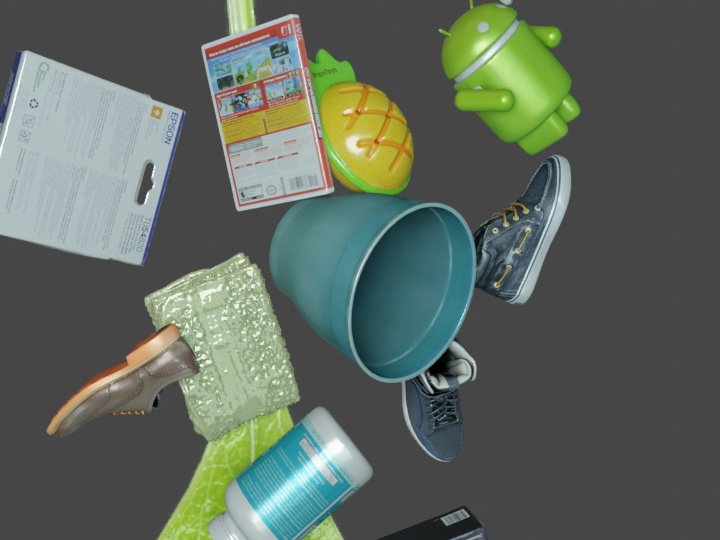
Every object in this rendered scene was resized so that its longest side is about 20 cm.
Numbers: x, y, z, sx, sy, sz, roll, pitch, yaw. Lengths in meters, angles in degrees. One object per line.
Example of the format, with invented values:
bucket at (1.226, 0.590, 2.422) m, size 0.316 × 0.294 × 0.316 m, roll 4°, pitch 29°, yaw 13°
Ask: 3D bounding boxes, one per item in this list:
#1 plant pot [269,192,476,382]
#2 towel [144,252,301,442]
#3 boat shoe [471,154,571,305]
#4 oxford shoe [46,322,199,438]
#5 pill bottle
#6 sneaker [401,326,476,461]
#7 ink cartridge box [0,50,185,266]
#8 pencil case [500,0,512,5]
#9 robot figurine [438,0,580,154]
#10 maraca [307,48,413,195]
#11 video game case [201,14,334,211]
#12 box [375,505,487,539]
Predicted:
plant pot at (0.000, 0.000, 0.979) m, size 0.198 × 0.187 × 0.203 m, roll -19°, pitch 119°, yaw -38°
towel at (-0.164, 0.094, 1.044) m, size 0.146 × 0.036 × 0.203 m, roll -22°, pitch 98°, yaw -11°
boat shoe at (0.201, -0.062, 1.096) m, size 0.090 × 0.071 × 0.203 m, roll 18°, pitch 92°, yaw -18°
oxford shoe at (-0.278, 0.147, 0.989) m, size 0.199 × 0.071 × 0.073 m, roll -35°, pitch 99°, yaw 9°
pill bottle at (-0.089, 0.270, 1.036) m, size 0.199 × 0.111 × 0.111 m, roll -40°, pitch 102°, yaw -8°
sneaker at (0.100, 0.159, 1.055) m, size 0.076 × 0.146 × 0.205 m, roll -19°, pitch 100°, yaw -12°
ink cartridge box at (-0.319, -0.121, 0.974) m, size 0.198 × 0.040 × 0.203 m, roll 16°, pitch 90°, yaw -39°
pencil case at (0.104, -0.385, 1.012) m, size 0.197 × 0.091 × 0.084 m, roll 19°, pitch 128°, yaw 5°
robot figurine at (0.181, -0.243, 1.055) m, size 0.200 × 0.115 × 0.176 m, roll 46°, pitch 57°, yaw -11°
maraca at (-0.009, -0.177, 1.022) m, size 0.137 × 0.107 × 0.202 m, roll -31°, pitch 88°, yaw -50°
video game case at (-0.110, -0.180, 0.996) m, size 0.017 × 0.141 × 0.203 m, roll -22°, pitch 103°, yaw -55°
box at (0.076, 0.417, 1.105) m, size 0.197 × 0.079 × 0.143 m, roll -17°, pitch 101°, yaw -11°
